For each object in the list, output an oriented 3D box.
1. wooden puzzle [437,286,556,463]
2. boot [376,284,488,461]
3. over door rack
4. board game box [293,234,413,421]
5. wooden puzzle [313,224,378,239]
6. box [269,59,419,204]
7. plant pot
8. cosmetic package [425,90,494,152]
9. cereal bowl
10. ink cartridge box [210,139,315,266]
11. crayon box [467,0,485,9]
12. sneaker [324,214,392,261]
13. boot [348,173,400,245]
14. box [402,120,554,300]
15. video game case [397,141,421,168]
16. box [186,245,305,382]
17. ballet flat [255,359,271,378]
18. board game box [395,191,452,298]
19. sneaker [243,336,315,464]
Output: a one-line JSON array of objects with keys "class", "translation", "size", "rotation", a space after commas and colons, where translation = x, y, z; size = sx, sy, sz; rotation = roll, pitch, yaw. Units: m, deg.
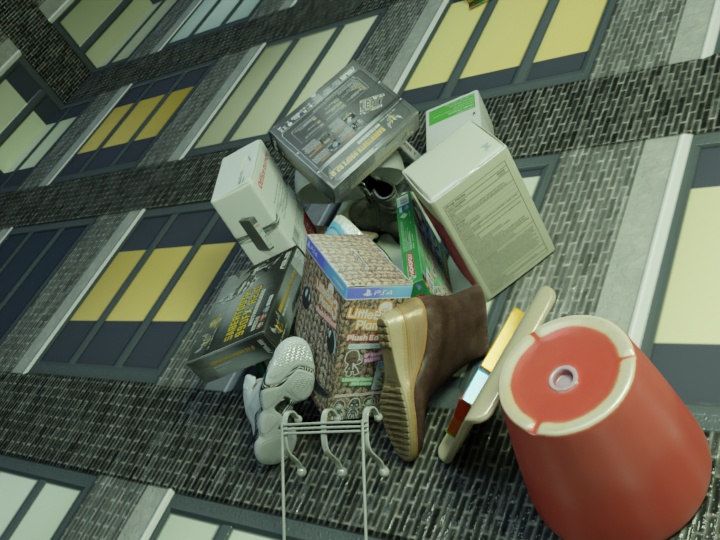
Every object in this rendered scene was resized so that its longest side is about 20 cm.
[{"class": "wooden puzzle", "translation": [0.152, 0.124, 0.966], "size": [0.037, 0.201, 0.186], "rotation": [32, 66, 8]}, {"class": "boot", "translation": [0.105, 0.130, 1.052], "size": [0.163, 0.205, 0.072], "rotation": [-12, 11, -30]}, {"class": "over door rack", "translation": [-0.040, 0.278, 1.026], "size": [0.145, 0.066, 0.205], "rotation": [-10, 66, 34]}, {"class": "board game box", "translation": [-0.018, 0.075, 1.123], "size": [0.095, 0.204, 0.160], "rotation": [-1, 25, -24]}, {"class": "wooden puzzle", "translation": [-0.078, 0.003, 1.407], "size": [0.183, 0.047, 0.201], "rotation": [10, 51, 46]}, {"class": "box", "translation": [-0.025, -0.228, 1.324], "size": [0.158, 0.049, 0.200], "rotation": [41, 73, 20]}, {"class": "plant pot", "translation": [0.236, 0.157, 0.835], "size": [0.197, 0.178, 0.203], "rotation": [-23, 38, 19]}, {"class": "cosmetic package", "translation": [0.172, -0.203, 1.383], "size": [0.106, 0.085, 0.202], "rotation": [-20, 37, 19]}, {"class": "cereal bowl", "translation": [-0.023, -0.186, 1.431], "size": [0.197, 0.199, 0.085], "rotation": [-16, 80, 27]}, {"class": "ink cartridge box", "translation": [-0.158, -0.093, 1.370], "size": [0.082, 0.202, 0.146], "rotation": [-21, 33, 15]}, {"class": "crayon box", "translation": [0.290, -0.684, 1.856], "size": [0.125, 0.051, 0.202], "rotation": [-21, 39, 21]}, {"class": "sneaker", "translation": [0.000, 0.000, 1.293], "size": [0.090, 0.079, 0.200], "rotation": [-44, 50, -5]}, {"class": "boot", "translation": [0.024, -0.120, 1.376], "size": [0.068, 0.131, 0.199], "rotation": [-46, 35, -14]}, {"class": "box", "translation": [0.167, -0.083, 1.148], "size": [0.127, 0.201, 0.109], "rotation": [-35, 35, 0]}, {"class": "video game case", "translation": [-0.008, -0.238, 1.498], "size": [0.197, 0.181, 0.023], "rotation": [3, 67, 42]}, {"class": "box", "translation": [-0.167, 0.065, 1.258], "size": [0.156, 0.049, 0.202], "rotation": [-22, 31, 29]}, {"class": "ballet flat", "translation": [-0.168, 0.113, 1.351], "size": [0.069, 0.070, 0.200], "rotation": [-41, 38, -7]}, {"class": "board game box", "translation": [0.096, -0.003, 1.176], "size": [0.029, 0.136, 0.202], "rotation": [-21, 37, 15]}, {"class": "sneaker", "translation": [-0.122, 0.162, 1.153], "size": [0.073, 0.204, 0.115], "rotation": [2, 28, -24]}]
